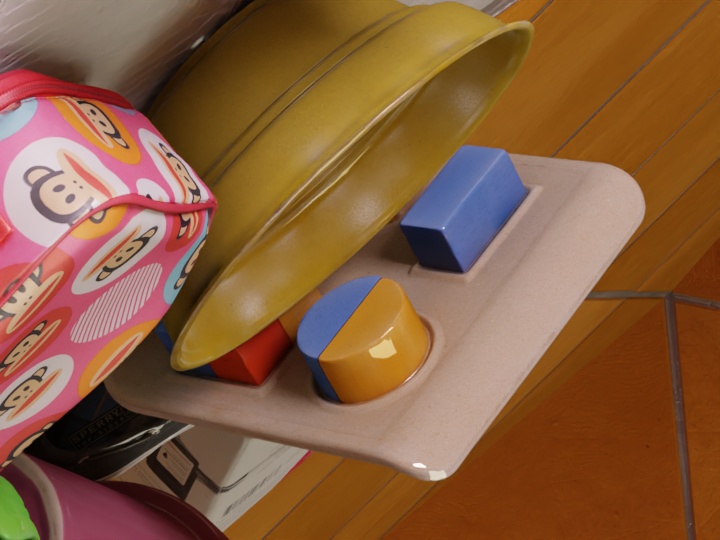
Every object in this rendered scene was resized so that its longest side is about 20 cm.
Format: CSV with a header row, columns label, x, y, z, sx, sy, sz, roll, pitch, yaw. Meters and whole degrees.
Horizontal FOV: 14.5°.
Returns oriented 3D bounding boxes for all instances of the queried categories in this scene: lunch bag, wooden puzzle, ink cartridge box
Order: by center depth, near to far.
label,x,y,z,sx,sy,sz,roll,pitch,yaw
lunch bag,-0.150,0.022,0.987,0.200,0.082,0.176,-44,171,9
wooden puzzle,0.000,0.000,1.269,0.185,0.200,0.046,-51,134,-29
ink cartridge box,-0.055,0.059,1.586,0.145,0.083,0.200,-39,170,-26

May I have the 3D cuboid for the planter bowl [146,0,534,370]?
label,x,y,z,sx,sy,sz,roll,pitch,yaw
planter bowl,-0.029,-0.057,1.153,0.200,0.083,0.200,-42,171,-9

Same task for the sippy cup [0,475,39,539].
label,x,y,z,sx,sy,sz,roll,pitch,yaw
sippy cup,-0.222,0.143,1.123,0.178,0.139,0.130,-65,163,-8

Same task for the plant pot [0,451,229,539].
label,x,y,z,sx,sy,sz,roll,pitch,yaw
plant pot,-0.154,0.172,1.312,0.200,0.200,0.179,-43,144,-3

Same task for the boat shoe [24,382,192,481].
label,x,y,z,sx,sy,sz,roll,pitch,yaw
boat shoe,-0.089,0.040,1.425,0.200,0.070,0.066,-32,170,-19
